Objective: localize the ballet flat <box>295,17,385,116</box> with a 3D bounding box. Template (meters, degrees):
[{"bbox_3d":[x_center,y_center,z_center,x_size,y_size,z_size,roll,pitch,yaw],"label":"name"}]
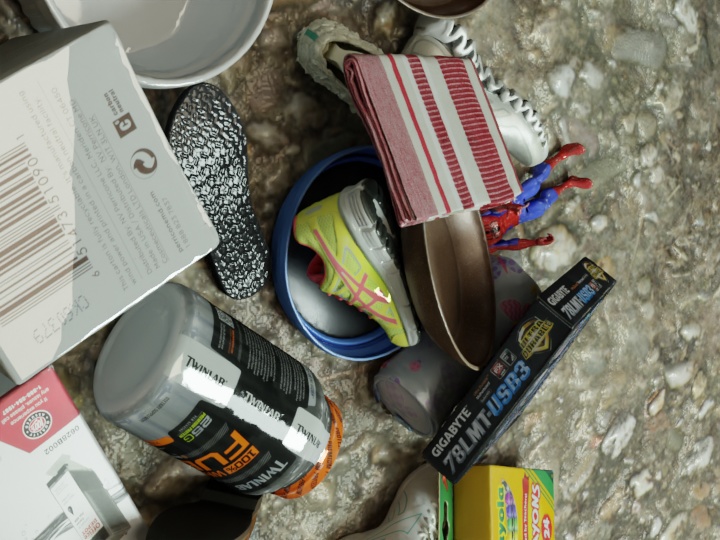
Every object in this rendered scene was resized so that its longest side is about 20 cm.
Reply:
[{"bbox_3d":[0.027,-0.156,0.939,0.198,0.072,0.073,29,80,-20],"label":"ballet flat"}]

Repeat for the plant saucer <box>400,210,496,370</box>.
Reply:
[{"bbox_3d":[0.079,-0.007,0.950,0.200,0.036,0.204,-12,90,-69],"label":"plant saucer"}]

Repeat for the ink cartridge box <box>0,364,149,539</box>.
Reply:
[{"bbox_3d":[-0.259,0.186,0.791,0.146,0.082,0.202,-38,117,-28],"label":"ink cartridge box"}]

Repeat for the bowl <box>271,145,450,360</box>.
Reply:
[{"bbox_3d":[0.001,-0.017,0.986,0.198,0.039,0.205,-7,101,-37],"label":"bowl"}]

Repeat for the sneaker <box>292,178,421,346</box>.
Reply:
[{"bbox_3d":[0.000,0.000,0.926,0.079,0.089,0.201,-90,161,-43],"label":"sneaker"}]

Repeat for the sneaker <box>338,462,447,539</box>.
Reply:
[{"bbox_3d":[0.052,0.270,1.046,0.200,0.080,0.071,-39,116,-28],"label":"sneaker"}]

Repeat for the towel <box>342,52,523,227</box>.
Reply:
[{"bbox_3d":[0.067,-0.118,0.897,0.199,0.023,0.146,-15,84,-54],"label":"towel"}]

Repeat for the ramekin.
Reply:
[{"bbox_3d":[-0.171,-0.239,0.779,0.198,0.104,0.204,-7,101,-37],"label":"ramekin"}]

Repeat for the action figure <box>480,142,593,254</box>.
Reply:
[{"bbox_3d":[0.186,-0.067,1.087,0.199,0.098,0.066,-33,114,-26],"label":"action figure"}]

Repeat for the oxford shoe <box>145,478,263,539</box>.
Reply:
[{"bbox_3d":[-0.125,0.229,0.853,0.200,0.070,0.073,-2,105,-79],"label":"oxford shoe"}]

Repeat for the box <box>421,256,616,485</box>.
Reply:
[{"bbox_3d":[0.160,0.093,1.012,0.202,0.049,0.198,-58,166,24],"label":"box"}]

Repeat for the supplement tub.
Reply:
[{"bbox_3d":[-0.113,0.108,0.866,0.199,0.122,0.124,37,75,-34],"label":"supplement tub"}]

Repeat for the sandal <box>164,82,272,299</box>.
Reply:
[{"bbox_3d":[-0.127,-0.065,0.885,0.074,0.045,0.203,-30,128,-24],"label":"sandal"}]

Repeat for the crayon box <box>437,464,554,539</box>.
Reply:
[{"bbox_3d":[0.145,0.270,1.079,0.199,0.050,0.130,18,69,-55],"label":"crayon box"}]

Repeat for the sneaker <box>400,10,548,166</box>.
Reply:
[{"bbox_3d":[0.109,-0.164,1.032,0.199,0.075,0.082,41,81,-26],"label":"sneaker"}]

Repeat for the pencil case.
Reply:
[{"bbox_3d":[0.102,0.076,1.052,0.200,0.082,0.091,-46,141,-22],"label":"pencil case"}]

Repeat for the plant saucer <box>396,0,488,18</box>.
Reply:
[{"bbox_3d":[0.056,-0.331,0.963,0.197,0.034,0.204,5,82,-35],"label":"plant saucer"}]

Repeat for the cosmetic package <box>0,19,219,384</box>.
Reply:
[{"bbox_3d":[-0.233,-0.053,0.700,0.164,0.199,0.167,-37,117,-26],"label":"cosmetic package"}]
